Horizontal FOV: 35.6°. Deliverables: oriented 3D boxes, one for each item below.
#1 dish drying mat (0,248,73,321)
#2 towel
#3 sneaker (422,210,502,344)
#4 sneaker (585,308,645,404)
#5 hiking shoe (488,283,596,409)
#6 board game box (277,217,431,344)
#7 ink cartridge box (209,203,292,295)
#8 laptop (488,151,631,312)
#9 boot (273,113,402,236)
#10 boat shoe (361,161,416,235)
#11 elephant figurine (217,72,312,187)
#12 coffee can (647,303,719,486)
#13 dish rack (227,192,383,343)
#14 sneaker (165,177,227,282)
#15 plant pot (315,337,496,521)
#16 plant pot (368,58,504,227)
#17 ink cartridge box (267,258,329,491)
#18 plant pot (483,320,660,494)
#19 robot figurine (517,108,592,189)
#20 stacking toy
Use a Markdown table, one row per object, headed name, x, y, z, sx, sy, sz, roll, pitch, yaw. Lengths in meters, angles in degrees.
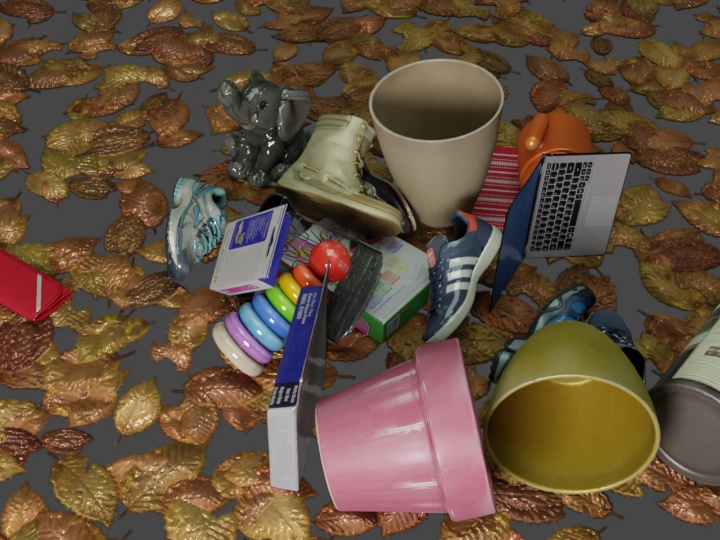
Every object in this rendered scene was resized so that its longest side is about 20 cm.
| name | x | y | z | sx | sy | sz | roll | pitch | yaw |
| --- | --- | --- | --- | --- | --- | --- | --- | --- | --- |
| dish drying mat | -0.493 | 0.007 | 1.544 | 0.199 | 0.018 | 0.077 | 27 | 49 | 22 |
| towel | 0.210 | -0.126 | 1.731 | 0.143 | 0.023 | 0.201 | 4 | 45 | -3 |
| sneaker | 0.113 | 0.007 | 1.500 | 0.084 | 0.075 | 0.201 | 34 | 60 | -11 |
| sneaker | 0.334 | 0.110 | 1.447 | 0.074 | 0.085 | 0.201 | 2 | 43 | -2 |
| hiking shoe | 0.255 | 0.101 | 1.471 | 0.087 | 0.075 | 0.200 | 38 | 63 | 22 |
| board game box | 0.000 | 0.000 | 1.570 | 0.199 | 0.041 | 0.153 | 31 | 50 | 26 |
| ink cartridge box | -0.133 | -0.024 | 1.422 | 0.037 | 0.200 | 0.096 | 19 | 77 | -23 |
| laptop | 0.272 | -0.052 | 1.538 | 0.198 | 0.188 | 0.117 | -2 | 44 | -7 |
| boot | -0.006 | -0.140 | 1.608 | 0.199 | 0.073 | 0.156 | 19 | 65 | 24 |
| boat shoe | 0.008 | -0.111 | 1.667 | 0.062 | 0.072 | 0.200 | -30 | 54 | -20 |
| elephant figurine | -0.140 | -0.235 | 1.690 | 0.140 | 0.201 | 0.156 | -1 | 43 | -4 |
| coffee can | 0.453 | 0.144 | 1.375 | 0.146 | 0.147 | 0.200 | 31 | 49 | 26 |
| dish rack | -0.072 | 0.001 | 1.495 | 0.199 | 0.054 | 0.154 | 26 | 88 | 31 |
| sneaker | -0.230 | -0.062 | 1.595 | 0.085 | 0.078 | 0.201 | 4 | 44 | -4 |
| plant pot | 0.049 | 0.192 | 1.278 | 0.177 | 0.201 | 0.201 | -12 | 44 | 5 |
| plant pot | 0.114 | -0.165 | 1.609 | 0.185 | 0.201 | 0.188 | -4 | 45 | 4 |
| ink cartridge box | -0.072 | 0.121 | 1.324 | 0.040 | 0.201 | 0.201 | 8 | 43 | 4 |
| plant pot | 0.248 | 0.144 | 1.324 | 0.198 | 0.201 | 0.143 | 7 | 42 | 4 |
| robot figurine | 0.291 | -0.156 | 1.677 | 0.115 | 0.145 | 0.201 | 5 | 44 | 0 |
| stacking toy | -0.092 | 0.039 | 1.422 | 0.200 | 0.085 | 0.086 | -43 | 52 | 5 |
